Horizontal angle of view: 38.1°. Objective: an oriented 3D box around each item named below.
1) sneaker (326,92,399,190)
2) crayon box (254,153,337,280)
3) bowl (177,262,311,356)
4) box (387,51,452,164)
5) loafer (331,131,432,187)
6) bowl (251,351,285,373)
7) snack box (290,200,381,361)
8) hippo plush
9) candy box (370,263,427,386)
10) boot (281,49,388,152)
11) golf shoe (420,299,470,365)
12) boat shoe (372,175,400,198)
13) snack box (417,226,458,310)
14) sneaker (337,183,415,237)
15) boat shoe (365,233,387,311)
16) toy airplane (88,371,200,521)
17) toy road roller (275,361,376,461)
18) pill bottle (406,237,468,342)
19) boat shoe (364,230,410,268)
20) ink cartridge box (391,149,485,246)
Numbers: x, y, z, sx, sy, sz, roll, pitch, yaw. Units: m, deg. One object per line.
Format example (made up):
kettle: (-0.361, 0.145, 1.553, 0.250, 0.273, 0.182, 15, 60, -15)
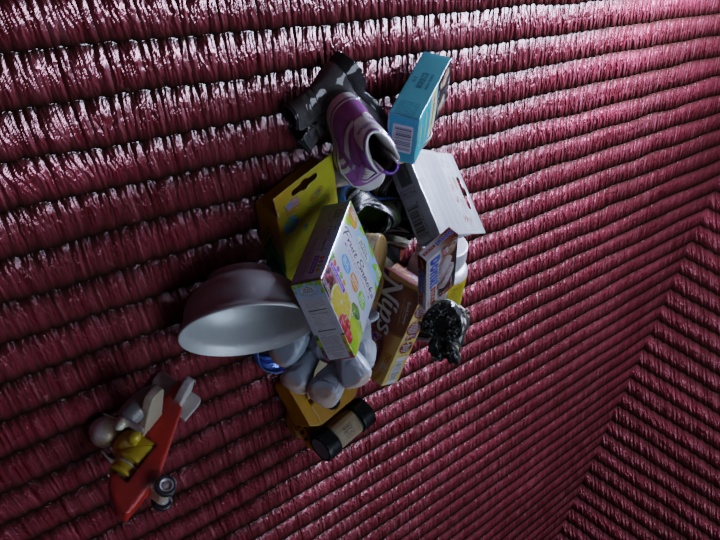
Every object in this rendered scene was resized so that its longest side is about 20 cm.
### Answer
sneaker: (0.015, -0.154, 1.495, 0.073, 0.114, 0.201, -39, 150, -6)
crayon box: (-0.091, -0.081, 1.576, 0.127, 0.051, 0.200, -41, 148, -28)
bowl: (-0.168, 0.048, 1.503, 0.200, 0.091, 0.201, -9, 158, -4)
box: (0.090, -0.252, 1.607, 0.200, 0.049, 0.083, -63, 164, -47)
loafer: (0.026, -0.187, 1.650, 0.200, 0.072, 0.063, -25, 155, -35)
bowl: (-0.110, 0.074, 1.714, 0.200, 0.039, 0.201, -37, 146, -31)
snack box: (-0.031, 0.012, 1.512, 0.200, 0.053, 0.143, -71, 146, -52)
hippo plush: (-0.053, 0.115, 1.699, 0.161, 0.159, 0.201, -12, 88, -74)
candy box: (0.048, 0.094, 1.897, 0.056, 0.117, 0.201, -7, 125, -54)
boot: (-0.039, -0.219, 1.521, 0.132, 0.070, 0.200, -46, 143, -6)
golf shoe: (0.158, 0.089, 1.893, 0.200, 0.077, 0.095, 86, 24, -60)
boat shoe: (0.083, -0.112, 1.799, 0.073, 0.065, 0.200, -54, 150, -2)
snack box: (0.127, -0.001, 1.738, 0.072, 0.024, 0.200, -40, 159, -14)
sneaker: (0.030, -0.083, 1.695, 0.071, 0.083, 0.199, -39, 146, 25)
boat shoe: (0.000, 0.000, 1.694, 0.200, 0.069, 0.074, 94, 16, -58)
toy airplane: (-0.312, 0.230, 1.484, 0.199, 0.141, 0.201, -103, -151, -77)
toy road roller: (-0.083, 0.237, 1.867, 0.123, 0.146, 0.200, -37, 108, -32)
pill bottle: (0.140, 0.027, 1.975, 0.114, 0.114, 0.201, -30, 142, -40)
boat shoe: (0.014, -0.043, 1.760, 0.063, 0.071, 0.200, -55, 152, 14)
ink cartridge box: (0.129, -0.124, 1.775, 0.057, 0.163, 0.200, -25, 171, 23)
